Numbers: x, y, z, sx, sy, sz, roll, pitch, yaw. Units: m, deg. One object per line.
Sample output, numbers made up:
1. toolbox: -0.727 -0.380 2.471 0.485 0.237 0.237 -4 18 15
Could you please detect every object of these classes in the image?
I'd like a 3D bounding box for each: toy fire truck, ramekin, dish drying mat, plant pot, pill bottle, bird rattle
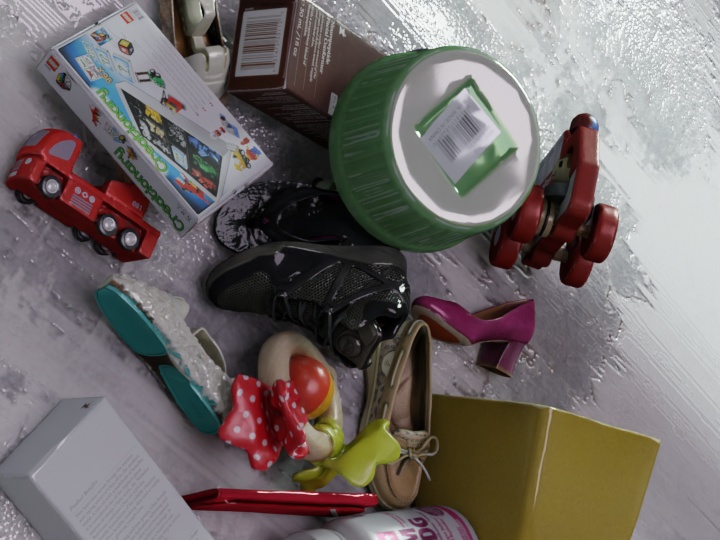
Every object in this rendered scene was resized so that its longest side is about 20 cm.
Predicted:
1. toy fire truck: 0.224 -0.086 1.694 0.111 0.200 0.169 14 68 -5
2. ramekin: 0.078 -0.121 1.457 0.199 0.098 0.201 3 84 -28
3. dish drying mat: -0.079 0.224 1.445 0.199 0.077 0.018 10 70 -42
4. plant pot: 0.175 0.253 1.608 0.195 0.194 0.201 18 79 -40
5. toy fire truck: -0.215 -0.087 1.378 0.200 0.049 0.142 36 61 -33
6. pill bottle: 0.017 0.299 1.500 0.199 0.113 0.114 1 84 -43
7. bird rattle: -0.064 0.135 1.457 0.200 0.112 0.164 34 36 -41

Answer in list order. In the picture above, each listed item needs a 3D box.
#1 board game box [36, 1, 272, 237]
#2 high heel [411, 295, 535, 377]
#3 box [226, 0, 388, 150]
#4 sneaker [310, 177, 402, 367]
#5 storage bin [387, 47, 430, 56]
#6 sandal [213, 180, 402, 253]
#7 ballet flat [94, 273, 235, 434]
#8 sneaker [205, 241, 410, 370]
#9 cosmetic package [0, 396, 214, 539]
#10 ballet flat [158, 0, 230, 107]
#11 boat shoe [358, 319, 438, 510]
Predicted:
1. board game box: -0.184 -0.140 1.366 0.200 0.035 0.126 50 42 -2
2. high heel: 0.125 0.042 1.662 0.200 0.067 0.097 36 71 -51
3. box: -0.044 -0.192 1.496 0.200 0.075 0.101 24 70 -59
4. sneaker: 0.000 0.000 1.526 0.077 0.088 0.201 -13 95 -64
5. storage bin: 0.095 -0.134 1.619 0.134 0.145 0.201 -9 91 -53
6. sandal: -0.044 -0.053 1.473 0.199 0.048 0.076 -1 85 -10
7. ballet flat: -0.173 0.066 1.389 0.072 0.071 0.200 -54 128 -33
8. sneaker: -0.046 0.034 1.439 0.198 0.076 0.115 1 48 -12
9. cosmetic package: -0.217 0.218 1.322 0.101 0.071 0.200 -48 116 -35
10. ballet flat: -0.157 -0.222 1.434 0.068 0.067 0.201 -14 95 -35
11. boat shoe: 0.043 0.151 1.576 0.073 0.062 0.201 1 84 -43
